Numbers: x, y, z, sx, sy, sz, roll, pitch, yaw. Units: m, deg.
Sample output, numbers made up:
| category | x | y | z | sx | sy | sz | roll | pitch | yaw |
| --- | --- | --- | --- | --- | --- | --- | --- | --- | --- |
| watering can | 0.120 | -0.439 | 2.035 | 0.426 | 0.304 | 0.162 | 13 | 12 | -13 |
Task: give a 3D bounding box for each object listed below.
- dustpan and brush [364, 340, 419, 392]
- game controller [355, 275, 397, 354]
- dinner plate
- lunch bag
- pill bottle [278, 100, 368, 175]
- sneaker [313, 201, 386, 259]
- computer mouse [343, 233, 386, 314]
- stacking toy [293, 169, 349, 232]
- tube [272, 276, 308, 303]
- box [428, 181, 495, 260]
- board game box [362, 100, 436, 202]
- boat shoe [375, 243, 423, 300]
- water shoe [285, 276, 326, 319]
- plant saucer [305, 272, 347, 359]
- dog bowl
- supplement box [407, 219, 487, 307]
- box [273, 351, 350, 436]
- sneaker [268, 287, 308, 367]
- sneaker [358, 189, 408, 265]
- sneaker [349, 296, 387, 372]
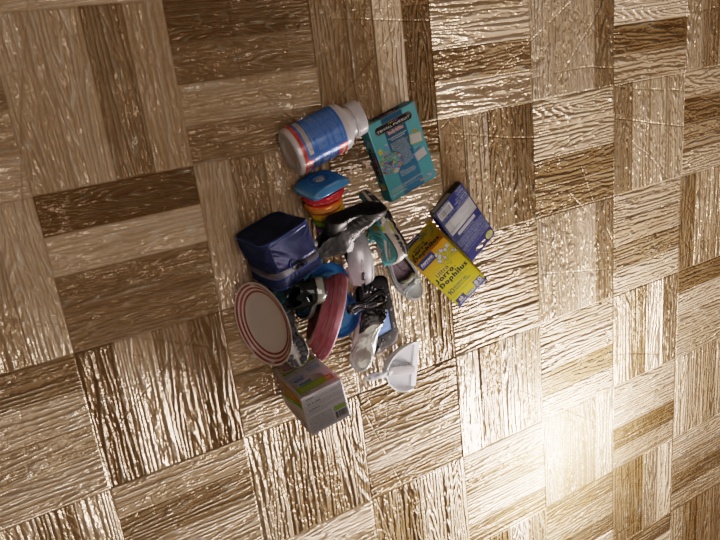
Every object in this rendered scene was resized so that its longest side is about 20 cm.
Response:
| category | x | y | z | sx | sy | sz | roll | pitch | yaw |
| --- | --- | --- | --- | --- | --- | --- | --- | --- | --- |
| dustpan and brush | 0.088 | 0.273 | 1.769 | 0.196 | 0.057 | 0.143 | -3 | 104 | -28 |
| game controller | 0.045 | 0.116 | 1.718 | 0.102 | 0.042 | 0.205 | -21 | 112 | -23 |
| dinner plate | -0.219 | 0.121 | 1.492 | 0.024 | 0.197 | 0.205 | -24 | 114 | -45 |
| lunch bag | -0.177 | -0.038 | 1.467 | 0.134 | 0.199 | 0.135 | -32 | 118 | -23 |
| pill bottle | -0.082 | -0.313 | 1.501 | 0.198 | 0.112 | 0.114 | -31 | 115 | -17 |
| sneaker | -0.028 | -0.091 | 1.541 | 0.196 | 0.060 | 0.106 | -19 | 134 | -27 |
| computer mouse | 0.000 | 0.000 | 1.599 | 0.107 | 0.044 | 0.205 | -14 | 99 | -13 |
| stacking toy | -0.078 | -0.130 | 1.567 | 0.115 | 0.109 | 0.204 | -31 | 127 | -26 |
| tube | -0.152 | 0.015 | 1.536 | 0.051 | 0.077 | 0.201 | 50 | 53 | -18 |
| box | 0.283 | -0.129 | 1.794 | 0.121 | 0.032 | 0.201 | -47 | 119 | -10 |
| board game box | 0.096 | -0.300 | 1.641 | 0.149 | 0.047 | 0.204 | -30 | 115 | -19 |
| boat shoe | 0.109 | 0.001 | 1.706 | 0.074 | 0.065 | 0.204 | -33 | 115 | -7 |
| water shoe | -0.134 | 0.059 | 1.449 | 0.077 | 0.200 | 0.073 | -4 | 71 | -20 |
| plant saucer | -0.083 | 0.101 | 1.504 | 0.050 | 0.200 | 0.205 | 14 | 96 | -12 |
| dog bowl | -0.073 | 0.070 | 1.638 | 0.110 | 0.049 | 0.204 | -30 | 115 | -19 |
| supplement box | 0.225 | -0.017 | 1.732 | 0.109 | 0.110 | 0.199 | -46 | 120 | 9 |
| box | -0.121 | 0.293 | 1.578 | 0.111 | 0.199 | 0.104 | -23 | 112 | -19 |
| sneaker | -0.188 | 0.138 | 1.568 | 0.076 | 0.080 | 0.204 | -21 | 93 | -11 |
| sneaker | 0.043 | -0.108 | 1.612 | 0.079 | 0.077 | 0.203 | -30 | 79 | 20 |
| sneaker | 0.016 | 0.158 | 1.665 | 0.070 | 0.072 | 0.205 | 17 | 89 | -14 |
